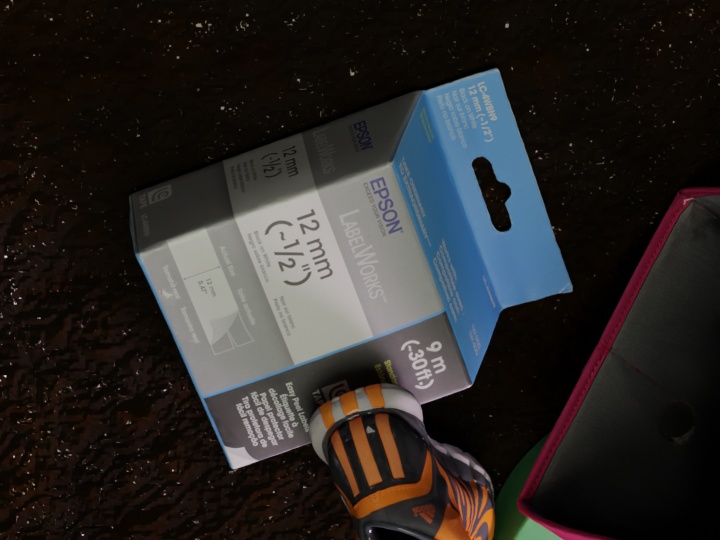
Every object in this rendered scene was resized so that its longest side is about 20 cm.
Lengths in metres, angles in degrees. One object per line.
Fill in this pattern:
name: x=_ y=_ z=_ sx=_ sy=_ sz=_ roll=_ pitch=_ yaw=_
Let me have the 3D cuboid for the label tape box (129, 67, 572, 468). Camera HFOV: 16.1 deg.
label tape box: x=0.000 y=0.000 z=1.293 sx=0.200 sy=0.066 sz=0.143 roll=-18 pitch=122 yaw=4

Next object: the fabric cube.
fabric cube: x=0.237 y=0.093 z=1.267 sx=0.199 sy=0.196 sz=0.200 roll=34 pitch=79 yaw=-24

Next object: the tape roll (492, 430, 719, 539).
tape roll: x=0.171 y=0.161 z=1.425 sx=0.200 sy=0.048 sz=0.201 roll=-4 pitch=121 yaw=-7

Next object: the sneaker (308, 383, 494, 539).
sneaker: x=0.031 y=0.145 z=1.320 sx=0.077 sy=0.112 sz=0.200 roll=-24 pitch=151 yaw=11
